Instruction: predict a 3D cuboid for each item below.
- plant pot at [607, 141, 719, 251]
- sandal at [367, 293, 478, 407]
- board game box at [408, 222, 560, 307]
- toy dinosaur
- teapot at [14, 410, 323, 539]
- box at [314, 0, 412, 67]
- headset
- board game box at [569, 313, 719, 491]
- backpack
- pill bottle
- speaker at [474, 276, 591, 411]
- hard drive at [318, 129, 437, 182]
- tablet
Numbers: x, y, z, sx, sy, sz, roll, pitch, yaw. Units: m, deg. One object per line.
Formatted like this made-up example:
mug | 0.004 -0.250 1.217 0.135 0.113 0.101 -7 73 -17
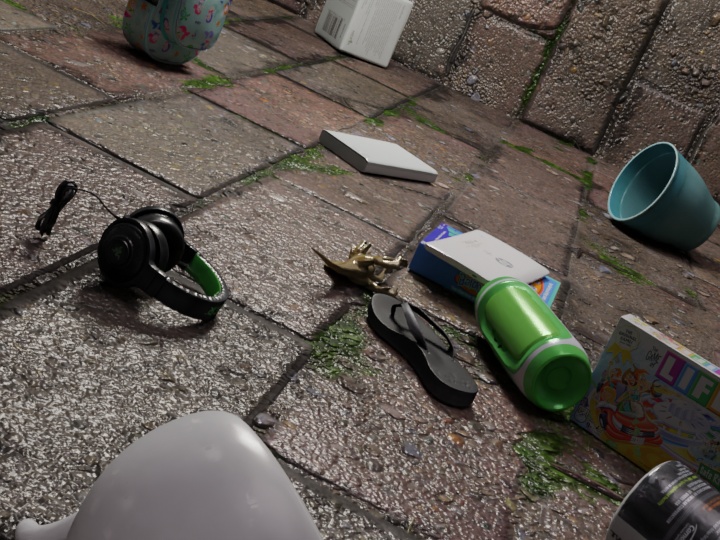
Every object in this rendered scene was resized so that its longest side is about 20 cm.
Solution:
plant pot | 0.680 -0.145 2.379 0.187 0.201 0.200 34 14 -21
sandal | 0.075 0.078 1.198 0.075 0.043 0.200 11 23 -35
board game box | 0.178 0.008 1.522 0.198 0.045 0.152 28 19 8
toy dinosaur | 0.000 0.000 1.333 0.100 0.059 0.200 12 8 13
teapot | -0.091 0.180 0.544 0.145 0.200 0.199 -26 78 -20
box | 0.008 -0.716 3.066 0.170 0.202 0.199 15 19 -32
headset | -0.224 -0.014 1.072 0.199 0.094 0.124 40 14 -3
board game box | 0.341 0.157 1.171 0.199 0.136 0.034 33 20 28
backpack | -0.336 -0.478 1.975 0.150 0.202 0.177 37 18 25
pill bottle | 0.309 0.258 0.896 0.105 0.107 0.200 4 27 -47
speaker | 0.198 0.082 1.268 0.087 0.089 0.200 17 20 -21
hard drive | 0.034 -0.207 1.968 0.199 0.027 0.132 4 27 -48
tablet | 0.179 -0.016 1.495 0.129 0.014 0.199 32 21 20
